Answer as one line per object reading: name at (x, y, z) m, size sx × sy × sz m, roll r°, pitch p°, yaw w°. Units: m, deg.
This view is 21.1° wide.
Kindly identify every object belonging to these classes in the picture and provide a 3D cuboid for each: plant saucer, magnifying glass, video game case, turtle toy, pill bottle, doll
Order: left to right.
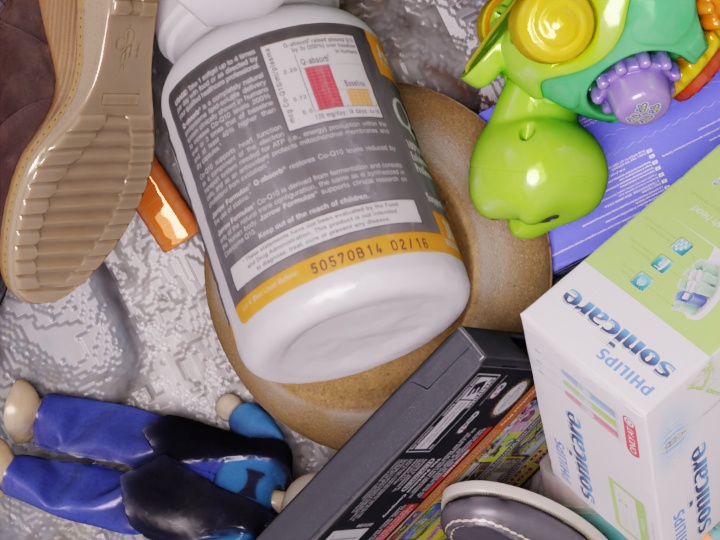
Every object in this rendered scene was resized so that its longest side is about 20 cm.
magnifying glass at (-0.150, -0.100, 1.046) m, size 0.079 × 0.022 × 0.200 m, roll -32°, pitch 94°, yaw 7°
doll at (-0.100, 0.116, 1.032) m, size 0.199 × 0.137 × 0.049 m, roll 10°, pitch 141°, yaw 11°
pill bottle at (-0.030, -0.056, 0.934) m, size 0.116 × 0.116 × 0.200 m, roll -21°, pitch 70°, yaw 6°
plant saucer at (0.000, 0.000, 1.012) m, size 0.200 × 0.035 × 0.201 m, roll 1°, pitch 93°, yaw 22°
video game case at (0.032, 0.108, 0.980) m, size 0.200 × 0.181 × 0.026 m, roll -48°, pitch 65°, yaw 18°
turtle toy at (0.117, -0.109, 0.941) m, size 0.101 × 0.146 × 0.200 m, roll 40°, pitch 92°, yaw -8°

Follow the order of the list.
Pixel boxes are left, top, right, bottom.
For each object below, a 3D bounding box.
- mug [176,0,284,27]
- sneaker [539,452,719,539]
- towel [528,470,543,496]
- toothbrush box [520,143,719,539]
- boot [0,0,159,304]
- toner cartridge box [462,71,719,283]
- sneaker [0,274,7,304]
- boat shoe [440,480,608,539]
mug at (-0.047, -0.190, 0.854) m, size 0.149 × 0.187 × 0.153 m, roll 41°, pitch 92°, yaw -1°
sneaker at (0.195, 0.130, 1.011) m, size 0.199 × 0.071 × 0.080 m, roll -2°, pitch 109°, yaw 11°
towel at (0.200, 0.102, 1.055) m, size 0.199 × 0.032 × 0.192 m, roll 16°, pitch 99°, yaw -1°
toothbrush box at (0.183, 0.024, 0.937) m, size 0.200 × 0.146 × 0.086 m, roll -38°, pitch 54°, yaw -16°
boot at (-0.170, -0.099, 0.977) m, size 0.072 × 0.166 × 0.201 m, roll 7°, pitch 104°, yaw -43°
toner cartridge box at (0.152, -0.073, 1.013) m, size 0.200 × 0.043 × 0.095 m, roll -26°, pitch 84°, yaw 6°
sneaker at (-0.225, 0.018, 1.035) m, size 0.071 × 0.083 × 0.200 m, roll 18°, pitch 99°, yaw 2°
boat shoe at (0.105, 0.183, 0.986) m, size 0.073 × 0.063 × 0.200 m, roll -16°, pitch 129°, yaw 38°
